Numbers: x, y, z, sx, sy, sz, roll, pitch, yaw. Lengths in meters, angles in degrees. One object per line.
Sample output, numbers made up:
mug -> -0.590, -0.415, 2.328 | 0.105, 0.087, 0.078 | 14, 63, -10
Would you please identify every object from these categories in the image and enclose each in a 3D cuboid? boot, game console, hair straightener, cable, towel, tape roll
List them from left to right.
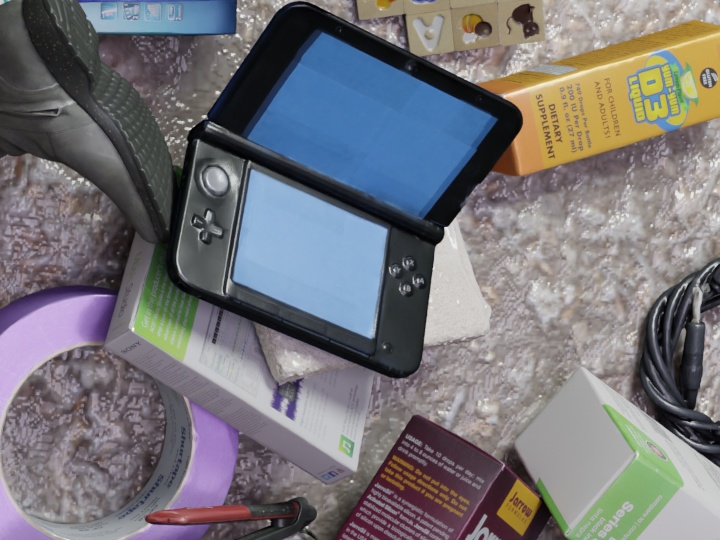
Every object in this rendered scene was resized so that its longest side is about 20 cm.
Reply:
boot -> -0.208, -0.086, 1.527 | 0.130, 0.068, 0.200 | -21, 120, 16
tape roll -> -0.186, 0.113, 1.609 | 0.199, 0.066, 0.201 | -2, 96, -22
hair straightener -> -0.081, 0.196, 1.615 | 0.200, 0.041, 0.077 | 3, 86, -63
game console -> -0.007, -0.049, 1.554 | 0.199, 0.118, 0.171 | 23, 59, -27
towel -> 0.000, 0.000, 1.637 | 0.200, 0.034, 0.133 | -12, 78, -40
cable -> 0.305, 0.084, 1.803 | 0.163, 0.051, 0.200 | -41, 108, -13

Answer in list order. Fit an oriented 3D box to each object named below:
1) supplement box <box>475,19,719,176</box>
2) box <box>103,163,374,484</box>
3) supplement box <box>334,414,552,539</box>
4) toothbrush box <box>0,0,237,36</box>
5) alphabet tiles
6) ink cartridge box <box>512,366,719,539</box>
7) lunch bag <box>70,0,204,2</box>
supplement box -> 0.182, -0.126, 1.728 | 0.199, 0.069, 0.067 | -18, 104, -21
box -> -0.074, 0.037, 1.612 | 0.200, 0.036, 0.145 | 36, 47, -27
supplement box -> 0.037, 0.218, 1.670 | 0.200, 0.086, 0.110 | -57, 147, -7
toothbrush box -> -0.187, -0.228, 1.564 | 0.199, 0.085, 0.147 | -3, 96, -22
alphabet tiles -> 0.073, -0.248, 1.659 | 0.166, 0.006, 0.201 | -8, 116, -2
ink cartridge box -> 0.223, 0.178, 1.717 | 0.200, 0.146, 0.084 | 36, 101, -23
lunch bag -> -0.108, -0.247, 1.509 | 0.199, 0.094, 0.151 | -2, 97, -12
